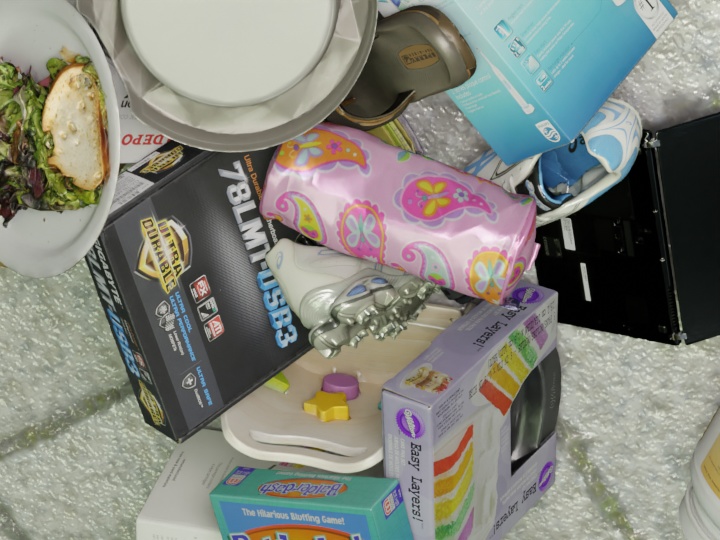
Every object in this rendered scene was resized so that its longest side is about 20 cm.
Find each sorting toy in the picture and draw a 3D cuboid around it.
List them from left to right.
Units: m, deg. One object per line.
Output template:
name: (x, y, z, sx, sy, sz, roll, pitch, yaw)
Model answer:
sorting toy: (-0.026, 0.093, 1.735, 0.198, 0.180, 0.108, 9, 120, 10)

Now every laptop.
laptop: (0.231, -0.046, 1.692, 0.199, 0.103, 0.179, 10, 123, 39)

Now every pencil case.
pencil case: (0.030, -0.043, 1.587, 0.198, 0.088, 0.088, 19, 121, 6)

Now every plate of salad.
plate of salad: (-0.235, -0.094, 1.558, 0.199, 0.048, 0.202, 7, 100, 45)

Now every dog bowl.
dog bowl: (-0.086, -0.183, 1.490, 0.198, 0.059, 0.202, 0, 110, 0)

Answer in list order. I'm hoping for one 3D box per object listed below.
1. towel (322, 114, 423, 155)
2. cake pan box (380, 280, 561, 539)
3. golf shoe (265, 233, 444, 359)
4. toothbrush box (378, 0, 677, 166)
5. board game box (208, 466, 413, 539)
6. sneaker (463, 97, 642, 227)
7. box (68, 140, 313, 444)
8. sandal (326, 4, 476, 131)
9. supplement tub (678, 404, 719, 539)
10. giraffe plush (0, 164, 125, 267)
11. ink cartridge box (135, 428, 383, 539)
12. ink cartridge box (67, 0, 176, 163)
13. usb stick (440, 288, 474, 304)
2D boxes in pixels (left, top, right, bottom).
towel: (-0.055, -0.111, 1.694, 0.199, 0.023, 0.144, -18, 115, 40)
cake pan box: (0.087, 0.127, 1.719, 0.052, 0.200, 0.186, 18, 124, 28)
golf shoe: (0.000, 0.000, 1.656, 0.097, 0.200, 0.078, 47, 108, 14)
toothbrush box: (0.101, -0.198, 1.553, 0.200, 0.147, 0.085, 49, 151, -15)
board game box: (-0.020, 0.249, 1.704, 0.151, 0.045, 0.202, 1, 117, 35)
sneaker: (0.121, -0.061, 1.635, 0.072, 0.073, 0.200, 49, 132, -7)
box: (-0.098, -0.009, 1.649, 0.050, 0.198, 0.201, 25, 141, 47)
sandal: (0.011, -0.130, 1.554, 0.082, 0.055, 0.199, 51, 156, -17)
supplement tub: (0.334, 0.131, 1.682, 0.143, 0.145, 0.201, 25, 122, 0)
giraffe plush: (-0.284, -0.128, 1.712, 0.161, 0.172, 0.201, 30, 134, 22)
ink cartridge box: (-0.069, 0.238, 1.845, 0.198, 0.145, 0.148, 9, 119, 10)
ink cartridge box: (-0.141, -0.181, 1.606, 0.083, 0.146, 0.201, 33, 113, 32)
usb stick: (0.033, -0.059, 1.722, 0.055, 0.033, 0.200, -31, 107, 29)
